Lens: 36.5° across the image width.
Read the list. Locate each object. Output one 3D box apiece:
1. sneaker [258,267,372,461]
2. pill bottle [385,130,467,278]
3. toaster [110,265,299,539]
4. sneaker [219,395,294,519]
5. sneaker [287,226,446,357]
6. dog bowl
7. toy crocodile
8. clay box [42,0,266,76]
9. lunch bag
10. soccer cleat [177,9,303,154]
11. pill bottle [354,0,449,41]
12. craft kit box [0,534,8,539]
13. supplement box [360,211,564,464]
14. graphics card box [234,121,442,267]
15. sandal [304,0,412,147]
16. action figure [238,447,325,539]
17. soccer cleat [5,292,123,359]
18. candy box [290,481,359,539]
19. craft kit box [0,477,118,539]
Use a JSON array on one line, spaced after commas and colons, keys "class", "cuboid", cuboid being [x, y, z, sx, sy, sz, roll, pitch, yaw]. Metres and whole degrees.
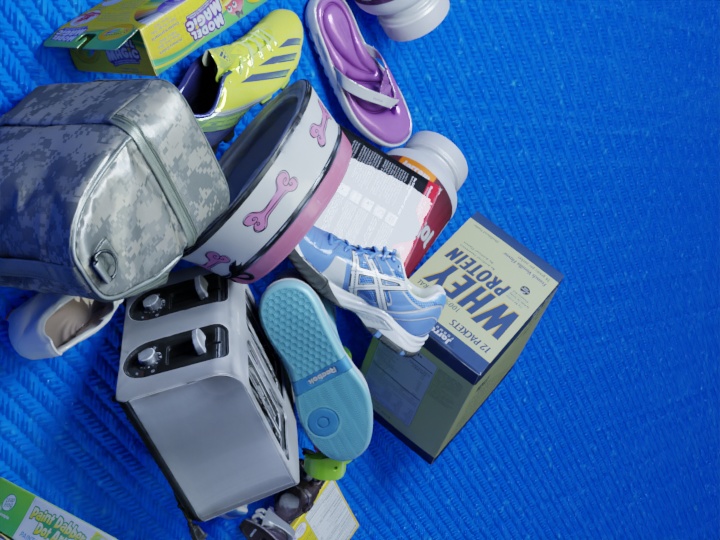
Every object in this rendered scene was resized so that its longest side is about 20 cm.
[{"class": "sneaker", "cuboid": [-0.040, 0.086, 1.125, 0.131, 0.078, 0.203, -93, 164, -74]}, {"class": "pill bottle", "cuboid": [0.042, -0.067, 1.273, 0.201, 0.112, 0.114, -53, 134, -30]}, {"class": "toaster", "cuboid": [-0.140, 0.118, 1.030, 0.182, 0.117, 0.202, -99, 169, -56]}, {"class": "sneaker", "cuboid": [-0.104, 0.175, 1.178, 0.072, 0.072, 0.202, 46, 62, -42]}, {"class": "sneaker", "cuboid": [0.000, 0.000, 1.092, 0.199, 0.076, 0.077, 37, 103, -19]}, {"class": "dog bowl", "cuboid": [-0.087, -0.075, 1.006, 0.074, 0.199, 0.202, 38, 66, -19]}, {"class": "toy crocodile", "cuboid": [-0.037, 0.146, 1.200, 0.202, 0.061, 0.068, -98, -170, -46]}, {"class": "clay box", "cuboid": [-0.175, -0.228, 0.972, 0.200, 0.114, 0.048, -45, 130, -34]}, {"class": "lunch bag", "cuboid": [-0.232, -0.054, 0.879, 0.168, 0.197, 0.141, -52, 134, -37]}, {"class": "soccer cleat", "cuboid": [-0.121, -0.199, 1.077, 0.201, 0.064, 0.084, -54, 150, -25]}, {"class": "pill bottle", "cuboid": [0.024, -0.354, 1.190, 0.113, 0.111, 0.201, -58, 136, -24]}, {"class": "craft kit box", "cuboid": [-0.261, 0.277, 0.899, 0.049, 0.196, 0.201, -52, 133, -24]}, {"class": "supplement box", "cuboid": [0.112, 0.081, 1.306, 0.200, 0.134, 0.201, -43, 162, -37]}, {"class": "graphics card box", "cuboid": [-0.027, -0.081, 1.152, 0.198, 0.051, 0.127, 30, 71, -11]}, {"class": "sandal", "cuboid": [0.005, -0.220, 1.223, 0.203, 0.049, 0.083, 53, 59, -29]}, {"class": "action figure", "cuboid": [-0.084, 0.259, 1.178, 0.200, 0.069, 0.132, -61, 177, -71]}, {"class": "soccer cleat", "cuboid": [-0.231, 0.006, 0.982, 0.201, 0.077, 0.070, -52, 133, -31]}, {"class": "candy box", "cuboid": [-0.079, 0.343, 1.280, 0.201, 0.026, 0.103, -50, 136, -31]}, {"class": "craft kit box", "cuboid": [-0.215, 0.272, 0.963, 0.049, 0.198, 0.198, -55, 134, -24]}]
